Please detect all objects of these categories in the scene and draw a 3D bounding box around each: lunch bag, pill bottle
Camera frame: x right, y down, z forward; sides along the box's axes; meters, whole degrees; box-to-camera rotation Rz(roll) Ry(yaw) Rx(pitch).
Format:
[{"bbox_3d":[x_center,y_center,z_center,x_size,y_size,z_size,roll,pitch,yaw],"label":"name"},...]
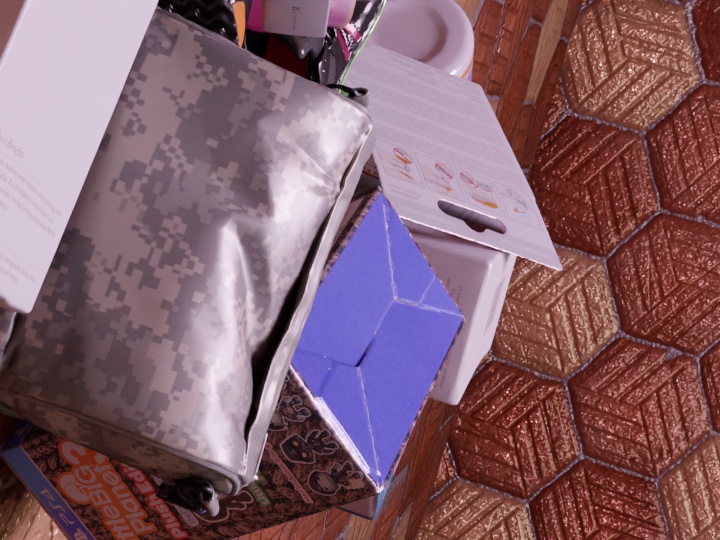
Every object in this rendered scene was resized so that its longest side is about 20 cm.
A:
[{"bbox_3d":[-0.097,-0.011,0.670,0.139,0.167,0.200,66,44,-73],"label":"lunch bag"},{"bbox_3d":[0.036,-0.137,1.265,0.200,0.112,0.112,88,23,-61],"label":"pill bottle"}]

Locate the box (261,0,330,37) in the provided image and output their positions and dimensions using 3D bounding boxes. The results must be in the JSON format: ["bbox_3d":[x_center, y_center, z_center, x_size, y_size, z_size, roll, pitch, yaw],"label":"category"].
[{"bbox_3d":[-0.023,-0.246,0.797,0.156,0.041,0.200,109,-12,-77],"label":"box"}]

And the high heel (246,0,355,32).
[{"bbox_3d":[-0.039,-0.244,0.901,0.096,0.067,0.200,-4,98,-43],"label":"high heel"}]

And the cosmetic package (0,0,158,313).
[{"bbox_3d":[-0.138,-0.096,0.567,0.113,0.081,0.200,67,41,-74],"label":"cosmetic package"}]

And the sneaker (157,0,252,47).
[{"bbox_3d":[-0.082,-0.190,0.760,0.090,0.070,0.200,-89,-174,-57],"label":"sneaker"}]

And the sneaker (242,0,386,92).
[{"bbox_3d":[-0.032,-0.165,0.987,0.084,0.077,0.200,6,100,-79],"label":"sneaker"}]

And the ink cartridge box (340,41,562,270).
[{"bbox_3d":[0.044,-0.078,1.067,0.047,0.160,0.200,-49,-139,31],"label":"ink cartridge box"}]

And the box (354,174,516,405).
[{"bbox_3d":[0.000,0.000,1.076,0.152,0.200,0.107,-39,144,-71],"label":"box"}]

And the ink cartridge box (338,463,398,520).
[{"bbox_3d":[-0.017,0.069,1.241,0.146,0.146,0.200,92,20,-53],"label":"ink cartridge box"}]

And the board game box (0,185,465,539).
[{"bbox_3d":[-0.067,0.062,0.824,0.097,0.200,0.160,56,35,-18],"label":"board game box"}]
